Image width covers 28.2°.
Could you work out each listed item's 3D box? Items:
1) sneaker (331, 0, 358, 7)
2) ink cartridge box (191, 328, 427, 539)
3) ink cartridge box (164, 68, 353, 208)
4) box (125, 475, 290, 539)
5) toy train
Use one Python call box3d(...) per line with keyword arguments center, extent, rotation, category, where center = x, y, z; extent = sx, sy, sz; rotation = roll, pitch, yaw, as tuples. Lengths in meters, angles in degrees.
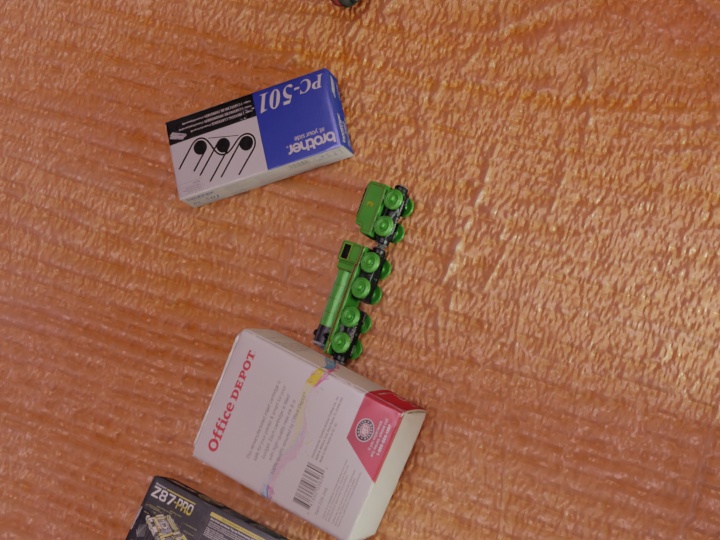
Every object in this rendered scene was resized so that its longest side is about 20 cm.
box3d(center=(-0.056, -0.374, 1.609), extent=(0.097, 0.071, 0.203), rotation=(-22, 70, 12), category="sneaker")
box3d(center=(-0.052, 0.165, 1.467), extent=(0.198, 0.085, 0.149), rotation=(27, 97, 23), category="ink cartridge box")
box3d(center=(-0.113, -0.146, 1.589), extent=(0.197, 0.044, 0.095), rotation=(-17, 75, 14), category="ink cartridge box")
box3d(center=(-0.162, 0.329, 1.495), extent=(0.198, 0.049, 0.163), rotation=(22, 87, 21), category="box")
box3d(center=(0.000, 0.000, 1.522), extent=(0.056, 0.042, 0.202), rotation=(17, 83, 31), category="toy train")
